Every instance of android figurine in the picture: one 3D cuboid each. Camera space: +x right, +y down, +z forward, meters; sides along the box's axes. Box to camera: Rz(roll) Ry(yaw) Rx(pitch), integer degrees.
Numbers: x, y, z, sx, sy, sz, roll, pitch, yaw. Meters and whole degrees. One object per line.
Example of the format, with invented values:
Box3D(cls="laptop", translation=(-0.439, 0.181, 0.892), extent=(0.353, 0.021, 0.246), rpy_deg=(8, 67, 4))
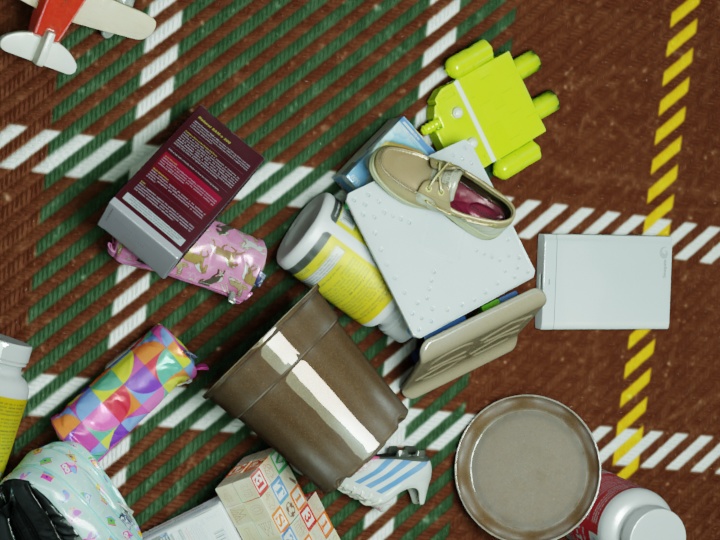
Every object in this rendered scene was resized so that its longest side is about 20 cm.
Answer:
Box3D(cls="android figurine", translation=(0.172, -0.213, 1.841), extent=(0.199, 0.041, 0.183), rpy_deg=(-29, 101, -17))

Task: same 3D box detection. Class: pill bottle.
Box3D(cls="pill bottle", translation=(0.354, 0.342, 1.848), extent=(0.111, 0.200, 0.113), rpy_deg=(-1, 94, -18))
Box3D(cls="pill bottle", translation=(0.000, 0.000, 1.767), extent=(0.199, 0.114, 0.115), rpy_deg=(36, 83, -15))
Box3D(cls="pill bottle", translation=(-0.466, 0.175, 1.638), extent=(0.112, 0.112, 0.202), rpy_deg=(19, 89, -17))

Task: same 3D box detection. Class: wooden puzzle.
Box3D(cls="wooden puzzle", translation=(0.140, 0.089, 1.788), extent=(0.184, 0.200, 0.047), rpy_deg=(-25, 73, -14))

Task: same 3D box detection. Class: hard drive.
Box3D(cls="hard drive", translation=(0.343, 0.016, 1.916), extent=(0.198, 0.027, 0.133), rpy_deg=(0, 94, -17))

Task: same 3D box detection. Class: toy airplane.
Box3D(cls="toy airplane", translation=(-0.362, -0.342, 1.639), extent=(0.198, 0.142, 0.201), rpy_deg=(-20, 136, -4))

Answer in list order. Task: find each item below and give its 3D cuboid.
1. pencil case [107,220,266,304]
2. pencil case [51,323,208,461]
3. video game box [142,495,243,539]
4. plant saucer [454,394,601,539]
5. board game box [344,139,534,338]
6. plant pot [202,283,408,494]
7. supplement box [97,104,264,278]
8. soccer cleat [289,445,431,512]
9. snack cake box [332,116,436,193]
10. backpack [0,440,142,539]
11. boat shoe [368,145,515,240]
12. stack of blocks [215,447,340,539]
Box3D(cls="pencil case", translation=(-0.218, -0.026, 1.718), extent=(0.199, 0.087, 0.083), rpy_deg=(20, 123, -17))
Box3D(cls="pencil case", translation=(-0.291, 0.156, 1.706), extent=(0.200, 0.088, 0.089), rpy_deg=(-40, 103, -9))
Box3D(cls="video game box", translation=(-0.212, 0.415, 1.741), extent=(0.181, 0.047, 0.201), rpy_deg=(-26, 101, 2))
Box3D(cls="plant saucer", translation=(0.229, 0.272, 1.857), extent=(0.198, 0.032, 0.202), rpy_deg=(-2, 78, 11))
Box3D(cls="board game box", translation=(0.101, -0.041, 1.739), extent=(0.199, 0.026, 0.201), rpy_deg=(-26, 88, -25))
Box3D(cls="plant pot", translation=(-0.059, 0.157, 1.693), extent=(0.200, 0.200, 0.198), rpy_deg=(-43, 91, -10))
Box3D(cls="supplement box", translation=(-0.218, -0.099, 1.669), extent=(0.109, 0.061, 0.200), rpy_deg=(40, 54, -3))
Box3D(cls="soccer cleat", translation=(0.002, 0.278, 1.806), extent=(0.198, 0.070, 0.087), rpy_deg=(3, 89, -18))
Box3D(cls="snack cake box", translation=(0.073, -0.091, 1.806), extent=(0.115, 0.067, 0.200), rpy_deg=(-46, 104, -12))
Box3D(cls="backpack", translation=(-0.351, 0.309, 1.635), extent=(0.201, 0.166, 0.127), rpy_deg=(57, 34, -10))
Box3D(cls="boat shoe", translation=(0.107, -0.107, 1.707), extent=(0.199, 0.066, 0.075), rpy_deg=(24, 69, -15))
Box3D(cls="stack of blocks", translation=(-0.095, 0.332, 1.754), extent=(0.058, 0.115, 0.201), rpy_deg=(-22, 101, 27))
